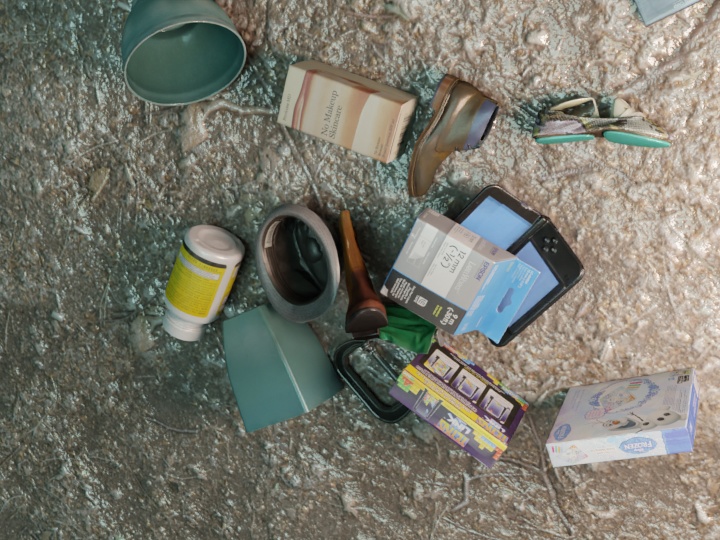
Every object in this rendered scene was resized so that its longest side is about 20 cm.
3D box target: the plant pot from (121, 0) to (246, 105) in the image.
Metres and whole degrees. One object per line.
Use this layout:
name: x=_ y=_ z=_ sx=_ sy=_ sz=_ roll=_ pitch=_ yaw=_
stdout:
plant pot: x=-0.302 y=-0.386 z=1.472 sx=0.200 sy=0.200 sz=0.134 roll=-34 pitch=64 yaw=29

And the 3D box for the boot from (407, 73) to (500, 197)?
boot: x=0.141 y=-0.193 z=1.389 sx=0.097 sy=0.075 sz=0.200 roll=25 pitch=113 yaw=18

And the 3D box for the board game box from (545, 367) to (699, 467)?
board game box: x=0.395 y=0.217 z=1.338 sx=0.199 sy=0.200 sz=0.043 roll=-13 pitch=102 yaw=27

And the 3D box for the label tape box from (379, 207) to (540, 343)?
label tape box: x=0.150 y=0.017 z=1.373 sx=0.200 sy=0.066 sz=0.143 roll=31 pitch=118 yaw=9

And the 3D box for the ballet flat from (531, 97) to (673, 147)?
ballet flat: x=0.349 y=-0.216 z=1.296 sx=0.200 sy=0.072 sz=0.072 roll=5 pitch=109 yaw=21

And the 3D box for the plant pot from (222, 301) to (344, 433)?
plant pot: x=-0.152 y=0.158 z=1.604 sx=0.141 sy=0.141 sz=0.200 roll=-23 pitch=89 yaw=28

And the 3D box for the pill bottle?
pill bottle: x=-0.292 y=0.026 z=1.632 sx=0.111 sy=0.111 sz=0.200 roll=31 pitch=116 yaw=12

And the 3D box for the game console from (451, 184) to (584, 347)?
game console: x=0.210 y=-0.002 z=1.389 sx=0.200 sy=0.118 sz=0.171 roll=-47 pitch=58 yaw=29

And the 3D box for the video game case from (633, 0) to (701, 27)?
video game case: x=0.415 y=-0.454 z=1.214 sx=0.143 sy=0.019 sz=0.200 roll=-22 pitch=96 yaw=28

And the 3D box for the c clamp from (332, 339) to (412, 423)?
c clamp: x=0.044 y=0.189 z=1.575 sx=0.200 sy=0.027 sz=0.171 roll=45 pitch=135 yaw=6

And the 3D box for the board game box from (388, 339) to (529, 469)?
board game box: x=0.163 y=0.208 z=1.458 sx=0.200 sy=0.165 sz=0.057 roll=37 pitch=117 yaw=10

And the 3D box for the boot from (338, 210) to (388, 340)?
boot: x=0.000 y=0.000 z=1.428 sx=0.068 sy=0.188 sz=0.200 roll=-9 pitch=78 yaw=5

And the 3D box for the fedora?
fedora: x=-0.090 y=-0.018 z=1.531 sx=0.177 sy=0.090 sz=0.200 roll=-27 pitch=85 yaw=36

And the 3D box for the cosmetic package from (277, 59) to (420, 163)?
cosmetic package: x=-0.020 y=-0.256 z=1.432 sx=0.200 sy=0.087 sz=0.103 roll=21 pitch=115 yaw=17

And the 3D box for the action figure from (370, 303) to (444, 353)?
action figure: x=0.058 y=0.092 z=1.514 sx=0.200 sy=0.118 sz=0.055 roll=1 pitch=137 yaw=40
